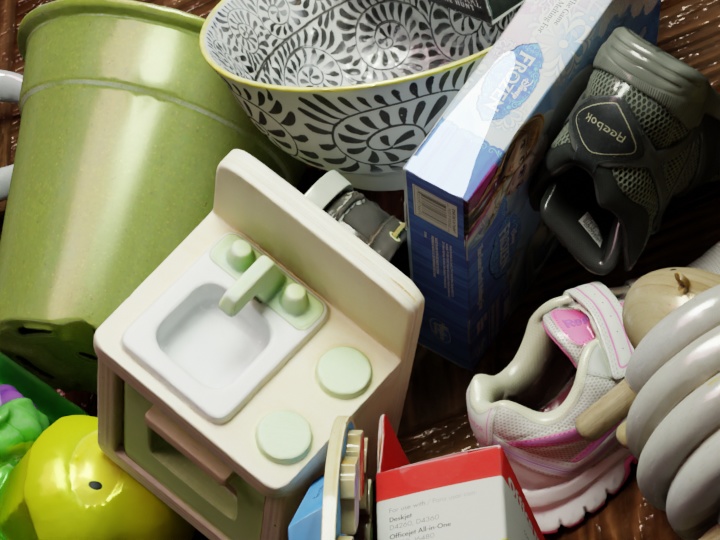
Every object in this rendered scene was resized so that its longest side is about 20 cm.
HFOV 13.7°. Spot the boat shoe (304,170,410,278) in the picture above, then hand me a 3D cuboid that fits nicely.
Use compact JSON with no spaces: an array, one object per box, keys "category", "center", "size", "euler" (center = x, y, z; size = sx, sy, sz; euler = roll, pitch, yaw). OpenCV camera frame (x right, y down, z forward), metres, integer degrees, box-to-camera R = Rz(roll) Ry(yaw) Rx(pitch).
[{"category":"boat shoe","center":[0.000,0.000,1.625],"size":[0.061,0.201,0.072],"euler":[39,89,12]}]

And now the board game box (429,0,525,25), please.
[{"category":"board game box","center":[0.056,-0.204,1.661],"size":[0.135,0.028,0.200],"euler":[-38,37,-22]}]

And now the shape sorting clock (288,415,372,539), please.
[{"category":"shape sorting clock","center":[-0.006,0.169,1.434],"size":[0.039,0.201,0.201],"euler":[-4,45,5]}]

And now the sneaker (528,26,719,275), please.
[{"category":"sneaker","center":[0.144,-0.055,1.567],"size":[0.076,0.199,0.114],"euler":[35,96,16]}]

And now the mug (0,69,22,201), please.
[{"category":"mug","center":[-0.288,-0.079,1.941],"size":[0.199,0.148,0.176],"euler":[-14,43,-21]}]

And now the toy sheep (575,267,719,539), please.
[{"category":"toy sheep","center":[0.189,0.080,1.428],"size":[0.138,0.138,0.200],"euler":[-34,67,3]}]

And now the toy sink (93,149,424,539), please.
[{"category":"toy sink","center":[-0.057,0.056,1.535],"size":[0.130,0.200,0.112],"euler":[38,65,13]}]

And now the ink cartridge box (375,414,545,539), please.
[{"category":"ink cartridge box","center":[0.056,0.169,1.436],"size":[0.067,0.116,0.201],"euler":[-14,44,12]}]

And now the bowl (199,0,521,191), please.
[{"category":"bowl","center":[0.018,-0.105,1.651],"size":[0.200,0.095,0.201],"euler":[-9,29,5]}]

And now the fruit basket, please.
[{"category":"fruit basket","center":[-0.193,0.130,1.657],"size":[0.215,0.155,0.216],"euler":[-37,32,28]}]

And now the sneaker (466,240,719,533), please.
[{"category":"sneaker","center":[0.137,0.044,1.527],"size":[0.200,0.088,0.081],"euler":[-40,39,-5]}]

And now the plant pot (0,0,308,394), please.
[{"category":"plant pot","center":[-0.133,-0.028,1.743],"size":[0.199,0.200,0.191],"euler":[-1,62,36]}]

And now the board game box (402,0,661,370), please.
[{"category":"board game box","center":[0.095,-0.072,1.594],"size":[0.043,0.200,0.199],"euler":[28,68,16]}]
